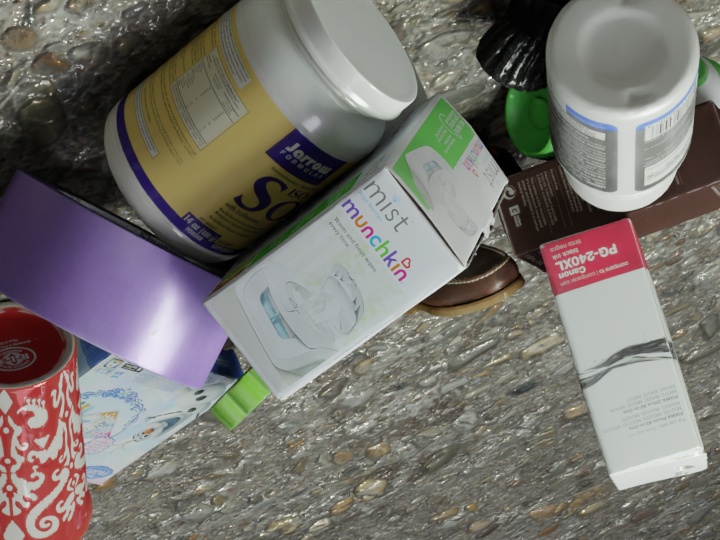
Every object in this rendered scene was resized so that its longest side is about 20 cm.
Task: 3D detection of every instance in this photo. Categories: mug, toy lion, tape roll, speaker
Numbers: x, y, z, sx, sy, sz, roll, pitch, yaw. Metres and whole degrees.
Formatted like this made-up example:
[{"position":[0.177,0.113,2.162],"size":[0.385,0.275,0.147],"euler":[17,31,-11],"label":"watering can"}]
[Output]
[{"position":[-0.306,0.148,1.717],"size":[0.177,0.133,0.201],"euler":[-41,149,-42],"label":"mug"},{"position":[-0.072,0.079,1.808],"size":[0.192,0.069,0.200],"euler":[-46,-179,-40],"label":"toy lion"},{"position":[-0.187,0.006,1.524],"size":[0.085,0.199,0.200],"euler":[-62,148,1],"label":"tape roll"},{"position":[0.225,-0.141,1.750],"size":[0.199,0.089,0.089],"euler":[-7,150,-32],"label":"speaker"}]

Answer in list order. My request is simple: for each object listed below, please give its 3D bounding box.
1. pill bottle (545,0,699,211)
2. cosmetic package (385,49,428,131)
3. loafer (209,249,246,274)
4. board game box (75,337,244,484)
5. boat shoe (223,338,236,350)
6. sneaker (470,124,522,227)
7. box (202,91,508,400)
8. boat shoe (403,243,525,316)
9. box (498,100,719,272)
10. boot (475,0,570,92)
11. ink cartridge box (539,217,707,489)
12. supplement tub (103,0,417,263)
[{"position":[0.200,-0.126,1.554],"size":[0.113,0.114,0.200],"euler":[-23,159,-3],"label":"pill bottle"},{"position":[0.002,-0.080,1.672],"size":[0.107,0.085,0.200],"euler":[-17,154,-12],"label":"cosmetic package"},{"position":[-0.088,0.012,1.626],"size":[0.073,0.200,0.072],"euler":[9,120,-45],"label":"loafer"},{"position":[-0.241,0.124,1.895],"size":[0.198,0.044,0.199],"euler":[-36,152,21],"label":"board game box"},{"position":[-0.107,0.016,1.774],"size":[0.071,0.070,0.201],"euler":[-14,156,-33],"label":"boat shoe"},{"position":[0.083,-0.072,1.772],"size":[0.093,0.071,0.199],"euler":[-38,155,14],"label":"sneaker"},{"position":[0.003,-0.020,1.477],"size":[0.176,0.097,0.200],"euler":[-37,-173,23],"label":"box"},{"position":[0.069,-0.001,1.782],"size":[0.070,0.071,0.199],"euler":[-30,-167,-28],"label":"boat shoe"},{"position":[0.222,-0.068,1.708],"size":[0.199,0.076,0.100],"euler":[-22,165,17],"label":"box"},{"position":[0.129,-0.211,1.540],"size":[0.210,0.080,0.158],"euler":[3,143,-45],"label":"boot"},{"position":[0.220,0.074,1.689],"size":[0.083,0.202,0.145],"euler":[-17,167,7],"label":"ink cartridge box"},{"position":[-0.072,-0.114,1.472],"size":[0.199,0.146,0.145],"euler":[-36,152,23],"label":"supplement tub"}]
